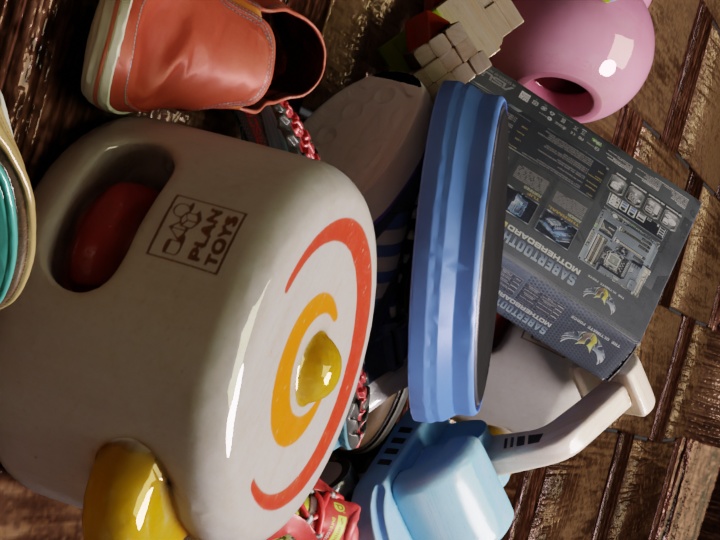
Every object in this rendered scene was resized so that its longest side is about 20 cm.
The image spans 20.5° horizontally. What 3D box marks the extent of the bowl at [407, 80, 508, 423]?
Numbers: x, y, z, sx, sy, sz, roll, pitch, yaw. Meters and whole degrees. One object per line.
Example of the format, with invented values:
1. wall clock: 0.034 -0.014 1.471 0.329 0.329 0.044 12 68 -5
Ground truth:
1. bowl: 0.060 -0.010 1.166 0.201 0.039 0.202 5 90 -82

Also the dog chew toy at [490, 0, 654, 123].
1. dog chew toy: 0.166 -0.211 1.485 0.125 0.124 0.201 73 28 -59

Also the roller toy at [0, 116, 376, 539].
1. roller toy: -0.075 0.030 0.913 0.200 0.139 0.183 -23 126 -67

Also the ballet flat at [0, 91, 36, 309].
1. ballet flat: -0.154 -0.064 0.727 0.200 0.068 0.063 85 13 -50

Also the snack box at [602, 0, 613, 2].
1. snack box: 0.167 -0.309 1.380 0.142 0.053 0.201 29 73 -27

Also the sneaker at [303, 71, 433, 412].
1. sneaker: 0.000 0.000 1.167 0.201 0.080 0.147 -60 143 -17

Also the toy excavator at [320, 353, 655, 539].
1. toy excavator: 0.081 0.132 1.318 0.195 0.199 0.100 -51 124 -50

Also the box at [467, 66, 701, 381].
1. box: 0.117 -0.039 1.336 0.051 0.200 0.158 -58 -179 46

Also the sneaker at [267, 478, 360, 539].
1. sneaker: -0.043 0.136 1.182 0.200 0.085 0.077 57 50 -67

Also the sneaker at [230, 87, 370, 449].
1. sneaker: -0.057 0.001 1.041 0.079 0.095 0.201 26 53 -82

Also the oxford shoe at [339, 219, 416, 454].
1. oxford shoe: -0.010 0.030 1.249 0.084 0.072 0.201 -22 126 -46

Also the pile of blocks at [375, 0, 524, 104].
1. pile of blocks: 0.048 -0.154 1.289 0.062 0.082 0.200 56 21 -8

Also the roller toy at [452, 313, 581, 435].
1. roller toy: 0.129 0.039 1.459 0.200 0.139 0.183 -55 166 -44

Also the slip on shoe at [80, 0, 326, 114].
1. slip on shoe: -0.072 -0.106 0.941 0.200 0.061 0.074 -11 117 -69
